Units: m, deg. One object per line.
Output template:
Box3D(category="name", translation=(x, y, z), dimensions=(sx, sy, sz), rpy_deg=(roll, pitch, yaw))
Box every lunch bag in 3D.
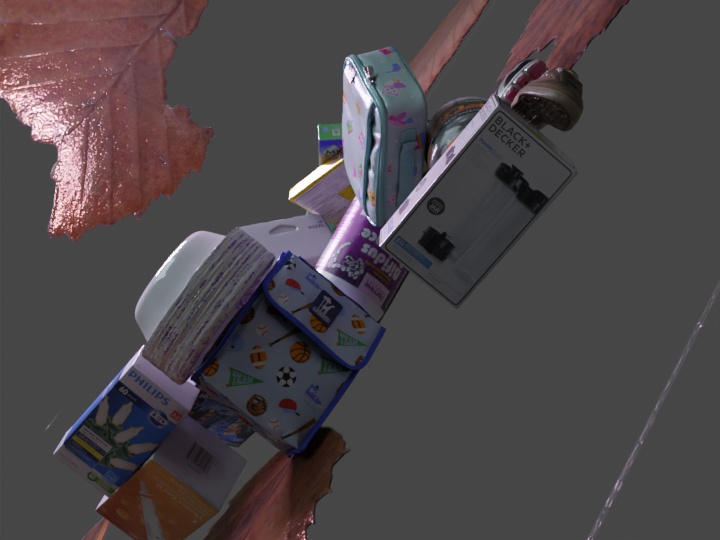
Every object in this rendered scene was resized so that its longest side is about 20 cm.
Box3D(category="lunch bag", translation=(-0.085, 0.099, 1.526), dimensions=(0.201, 0.170, 0.124), rpy_deg=(-52, 5, -17))
Box3D(category="lunch bag", translation=(0.028, -0.165, 1.538), dimensions=(0.161, 0.076, 0.202), rpy_deg=(-111, 16, -46))

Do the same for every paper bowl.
Box3D(category="paper bowl", translation=(-0.202, 0.032, 1.538), dimensions=(0.201, 0.104, 0.201), rpy_deg=(-53, -1, -1))

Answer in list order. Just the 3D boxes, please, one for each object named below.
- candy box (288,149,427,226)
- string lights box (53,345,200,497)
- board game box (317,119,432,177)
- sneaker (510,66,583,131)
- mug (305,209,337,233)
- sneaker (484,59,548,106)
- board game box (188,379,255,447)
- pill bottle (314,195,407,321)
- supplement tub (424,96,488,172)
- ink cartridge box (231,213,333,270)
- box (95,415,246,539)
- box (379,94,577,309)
Box3D(category="candy box", translation=(0.000, -0.129, 1.725), dimensions=(0.199, 0.102, 0.027), rpy_deg=(-32, 40, 39))
Box3D(category="string lights box", translation=(-0.321, 0.208, 1.702), dimensions=(0.200, 0.102, 0.059), rpy_deg=(-46, 11, 25))
Box3D(category="board game box", translation=(0.039, -0.159, 1.743), dimensions=(0.135, 0.197, 0.029), rpy_deg=(92, 175, -60))
Box3D(category="sneaker", translation=(0.232, -0.216, 1.486), dimensions=(0.076, 0.070, 0.200), rpy_deg=(-51, 10, -1))
Box3D(category="mug", translation=(-0.014, -0.062, 1.921), dimensions=(0.152, 0.113, 0.187), rpy_deg=(-39, -37, -69))
Box3D(category="sneaker", translation=(0.170, -0.202, 1.642), dimensions=(0.201, 0.074, 0.087), rpy_deg=(-55, 42, 2))
Box3D(category="board game box", translation=(-0.188, 0.175, 1.794), dimensions=(0.199, 0.199, 0.062), rpy_deg=(-33, 54, 30))
Box3D(category="pill bottle", translation=(0.000, 0.000, 1.645), dimensions=(0.201, 0.112, 0.112), rpy_deg=(-61, 11, -13))
Box3D(category="supplement tub", translation=(0.138, -0.136, 1.475), dimensions=(0.123, 0.122, 0.200), rpy_deg=(-50, 10, 11))
Box3D(category="ink cartridge box", translation=(-0.118, 0.029, 1.787), dimensions=(0.144, 0.084, 0.201), rpy_deg=(-12, -42, -25))
Box3D(category="box", translation=(-0.274, 0.311, 1.786), dimensions=(0.200, 0.124, 0.098), rpy_deg=(-43, 13, 44))
Box3D(category="box", translation=(0.124, -0.074, 1.334), dimensions=(0.200, 0.116, 0.060), rpy_deg=(-48, 10, 15))
